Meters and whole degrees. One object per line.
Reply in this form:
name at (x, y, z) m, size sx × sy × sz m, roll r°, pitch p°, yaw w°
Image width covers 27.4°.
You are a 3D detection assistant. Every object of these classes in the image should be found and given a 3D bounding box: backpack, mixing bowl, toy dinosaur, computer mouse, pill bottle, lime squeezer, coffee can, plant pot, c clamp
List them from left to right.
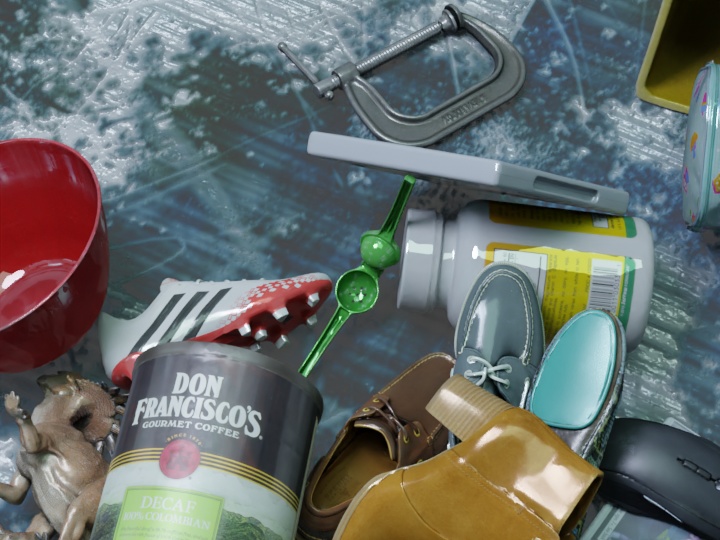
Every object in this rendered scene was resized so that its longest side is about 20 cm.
mixing bowl at (-0.274, 0.005, 1.165) m, size 0.198 × 0.109 × 0.202 m, roll -11°, pitch 50°, yaw 13°
toy dinosaur at (-0.210, 0.158, 1.109) m, size 0.135 × 0.086 × 0.202 m, roll -2°, pitch 68°, yaw -48°
coffee can at (-0.114, 0.173, 1.052) m, size 0.145 × 0.147 × 0.202 m, roll 9°, pitch 61°, yaw 2°
lime squeezer at (0.000, 0.000, 1.192) m, size 0.038 × 0.201 × 0.070 m, roll 39°, pitch 23°, yaw 22°
c clamp at (0.048, -0.193, 1.379) m, size 0.199 × 0.027 × 0.172 m, roll -25°, pitch 62°, yaw -18°
pill bottle at (0.132, 0.002, 1.207) m, size 0.198 × 0.113 × 0.114 m, roll 6°, pitch 57°, yaw 0°
computer mouse at (0.275, 0.143, 1.137) m, size 0.199 × 0.046 × 0.141 m, roll 28°, pitch 61°, yaw 14°
backpack at (0.344, -0.097, 1.208) m, size 0.151 × 0.200 × 0.178 m, roll 5°, pitch 93°, yaw -2°
plant pot at (0.387, -0.263, 1.357) m, size 0.194 × 0.195 × 0.201 m, roll 19°, pitch 52°, yaw 9°

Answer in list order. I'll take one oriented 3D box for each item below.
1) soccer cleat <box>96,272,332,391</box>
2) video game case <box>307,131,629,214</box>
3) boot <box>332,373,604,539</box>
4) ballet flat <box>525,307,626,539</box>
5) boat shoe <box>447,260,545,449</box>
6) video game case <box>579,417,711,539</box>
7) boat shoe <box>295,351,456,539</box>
soccer cleat at (-0.119, 0.034, 1.199) m, size 0.198 × 0.069 × 0.086 m, roll -24°, pitch 64°, yaw -13°
video game case at (0.087, -0.078, 1.191) m, size 0.199 × 0.181 × 0.022 m, roll 14°, pitch 94°, yaw 42°
boot at (0.072, 0.189, 1.054) m, size 0.144 × 0.071 × 0.202 m, roll 38°, pitch 99°, yaw 27°
ballet flat at (0.156, 0.129, 1.111) m, size 0.074 × 0.074 × 0.202 m, roll 20°, pitch 79°, yaw 10°
boat shoe at (0.102, 0.093, 1.124) m, size 0.072 × 0.062 × 0.202 m, roll 9°, pitch 88°, yaw 3°
video game case at (0.259, 0.233, 1.119) m, size 0.181 × 0.023 × 0.200 m, roll 34°, pitch 61°, yaw 17°
boat shoe at (0.020, 0.135, 1.140) m, size 0.072 × 0.068 × 0.200 m, roll 34°, pitch 61°, yaw 17°
